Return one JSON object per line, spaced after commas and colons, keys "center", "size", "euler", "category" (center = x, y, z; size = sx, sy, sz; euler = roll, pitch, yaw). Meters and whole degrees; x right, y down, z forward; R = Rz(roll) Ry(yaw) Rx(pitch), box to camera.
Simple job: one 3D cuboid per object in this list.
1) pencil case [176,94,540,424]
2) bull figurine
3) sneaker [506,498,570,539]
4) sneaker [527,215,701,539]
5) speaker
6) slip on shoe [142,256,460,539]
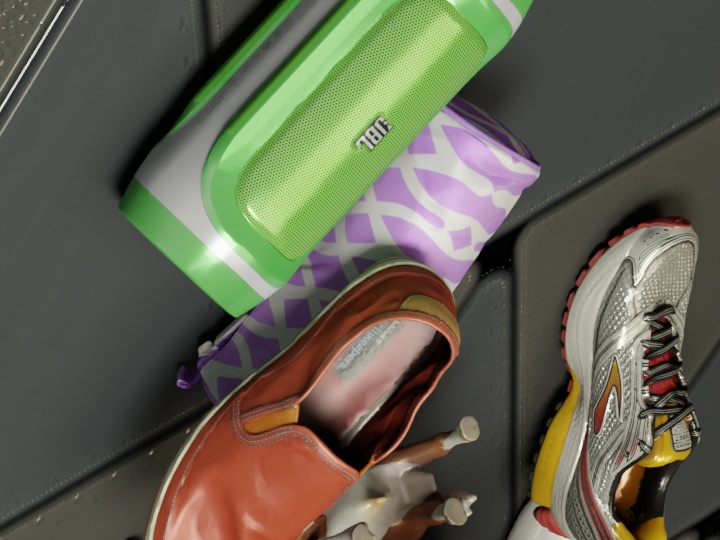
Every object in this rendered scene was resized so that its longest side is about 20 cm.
{"center": [0.000, 0.000, 1.388], "size": [0.200, 0.085, 0.084], "euler": [-53, -179, 6], "category": "pencil case"}
{"center": [-0.025, 0.129, 1.473], "size": [0.200, 0.065, 0.121], "euler": [-21, 178, -44], "category": "bull figurine"}
{"center": [0.127, 0.211, 1.710], "size": [0.075, 0.088, 0.201], "euler": [-15, 129, -36], "category": "sneaker"}
{"center": [0.158, 0.065, 1.598], "size": [0.078, 0.082, 0.201], "euler": [-9, 117, -40], "category": "sneaker"}
{"center": [-0.014, -0.077, 1.291], "size": [0.200, 0.088, 0.088], "euler": [-47, 145, -1], "category": "speaker"}
{"center": [-0.028, 0.080, 1.329], "size": [0.074, 0.061, 0.200], "euler": [39, 97, -23], "category": "slip on shoe"}
